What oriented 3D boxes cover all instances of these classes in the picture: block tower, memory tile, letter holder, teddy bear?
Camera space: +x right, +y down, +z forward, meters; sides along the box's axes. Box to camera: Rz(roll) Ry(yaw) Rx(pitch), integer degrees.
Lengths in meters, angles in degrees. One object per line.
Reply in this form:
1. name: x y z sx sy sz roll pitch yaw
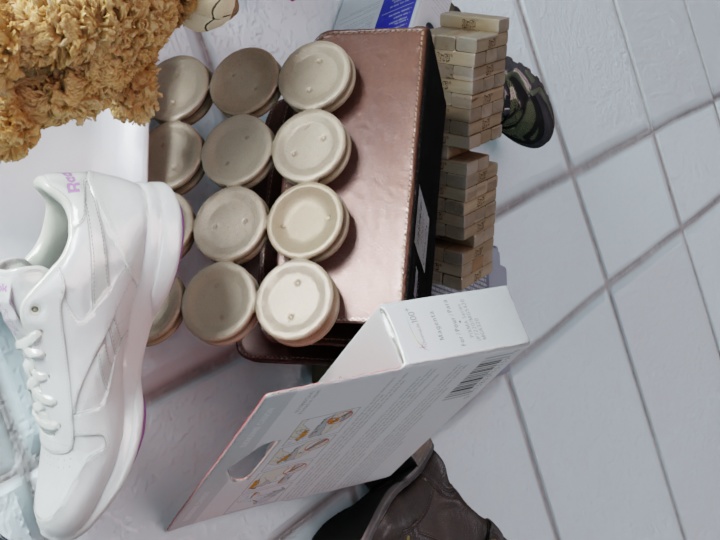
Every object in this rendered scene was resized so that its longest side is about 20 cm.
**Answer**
1. block tower: 0.073 -0.091 0.845 0.058 0.053 0.203 -26 124 -52
2. memory tile: -0.077 -0.050 0.689 0.017 0.151 0.203 50 41 -61
3. letter holder: -0.023 -0.047 0.734 0.101 0.140 0.203 63 31 -66
4. teddy bear: -0.135 -0.133 0.604 0.199 0.066 0.147 -32 144 -48

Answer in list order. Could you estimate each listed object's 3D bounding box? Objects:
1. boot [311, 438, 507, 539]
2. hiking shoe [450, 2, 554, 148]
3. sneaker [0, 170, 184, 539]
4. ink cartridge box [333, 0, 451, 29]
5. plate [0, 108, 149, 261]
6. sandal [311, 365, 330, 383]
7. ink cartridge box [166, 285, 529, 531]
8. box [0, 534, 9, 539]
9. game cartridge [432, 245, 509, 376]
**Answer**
1. boot: 0.056 0.225 0.802 0.175 0.069 0.200 52 41 -9
2. hiking shoe: 0.098 -0.154 1.004 0.199 0.075 0.102 33 63 -30
3. sneaker: -0.162 0.043 0.599 0.099 0.074 0.204 13 86 -37
4. ink cartridge box: 0.023 -0.202 0.893 0.039 0.098 0.202 44 49 -34
5. plate: -0.206 -0.090 0.629 0.198 0.032 0.204 16 67 -49
6. sandal: -0.001 -0.001 0.799 0.057 0.079 0.204 26 73 -46
7. ink cartridge box: -0.018 0.086 0.662 0.171 0.200 0.044 -7 62 -31
8. box: -0.147 0.249 0.493 0.200 0.103 0.183 46 70 -32
9. game cartridge: 0.057 0.024 0.918 0.199 0.041 0.136 20 68 -46
